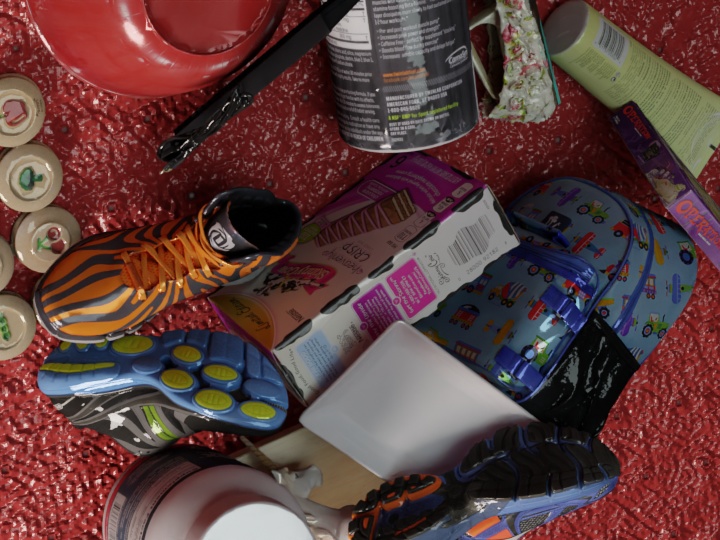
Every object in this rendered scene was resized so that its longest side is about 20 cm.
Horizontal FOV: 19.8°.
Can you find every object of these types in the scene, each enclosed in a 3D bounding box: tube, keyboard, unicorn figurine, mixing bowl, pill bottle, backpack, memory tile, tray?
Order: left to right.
[{"bbox_3d":[-0.272,-0.026,1.446,0.153,0.017,0.201,-21,116,-18],"label":"memory tile"},{"bbox_3d":[-0.123,-0.204,1.406,0.199,0.108,0.201,-8,110,-23],"label":"mixing bowl"},{"bbox_3d":[-0.100,0.190,1.431,0.119,0.200,0.120,-1,93,-20],"label":"pill bottle"},{"bbox_3d":[-0.077,-0.126,1.396,0.021,0.200,0.127,46,45,-8],"label":"keyboard"},{"bbox_3d":[0.000,0.211,1.538,0.137,0.074,0.201,-10,94,-24],"label":"unicorn figurine"},{"bbox_3d":[0.024,-0.194,1.482,0.106,0.106,0.201,-16,114,-21],"label":"pill bottle"},{"bbox_3d":[0.058,0.116,1.490,0.200,0.022,0.107,37,106,-29],"label":"tray"},{"bbox_3d":[0.148,0.014,1.572,0.200,0.182,0.135,-51,130,-6],"label":"backpack"},{"bbox_3d":[0.222,-0.143,1.636,0.058,0.052,0.200,-31,133,34],"label":"tube"}]

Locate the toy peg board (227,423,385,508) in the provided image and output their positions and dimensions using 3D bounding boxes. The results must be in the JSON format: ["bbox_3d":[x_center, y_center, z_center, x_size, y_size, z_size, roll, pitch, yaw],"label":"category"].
[{"bbox_3d":[-0.063,0.224,1.606,0.199,0.098,0.200,-23,100,-18],"label":"toy peg board"}]

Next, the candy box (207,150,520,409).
[{"bbox_3d":[0.000,0.000,1.520,0.200,0.136,0.061,-39,118,-10],"label":"candy box"}]

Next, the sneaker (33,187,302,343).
[{"bbox_3d":[-0.130,-0.015,1.449,0.199,0.112,0.078,-25,87,-29],"label":"sneaker"}]

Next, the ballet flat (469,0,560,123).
[{"bbox_3d":[0.101,-0.198,1.542,0.064,0.076,0.201,-17,111,-3],"label":"ballet flat"}]

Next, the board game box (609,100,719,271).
[{"bbox_3d":[0.274,-0.038,1.633,0.032,0.120,0.200,-33,133,15],"label":"board game box"}]

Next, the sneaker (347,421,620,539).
[{"bbox_3d":[0.092,0.171,1.485,0.199,0.076,0.079,-19,133,8],"label":"sneaker"}]

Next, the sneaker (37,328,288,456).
[{"bbox_3d":[-0.135,0.090,1.474,0.071,0.199,0.083,-64,144,-38],"label":"sneaker"}]
